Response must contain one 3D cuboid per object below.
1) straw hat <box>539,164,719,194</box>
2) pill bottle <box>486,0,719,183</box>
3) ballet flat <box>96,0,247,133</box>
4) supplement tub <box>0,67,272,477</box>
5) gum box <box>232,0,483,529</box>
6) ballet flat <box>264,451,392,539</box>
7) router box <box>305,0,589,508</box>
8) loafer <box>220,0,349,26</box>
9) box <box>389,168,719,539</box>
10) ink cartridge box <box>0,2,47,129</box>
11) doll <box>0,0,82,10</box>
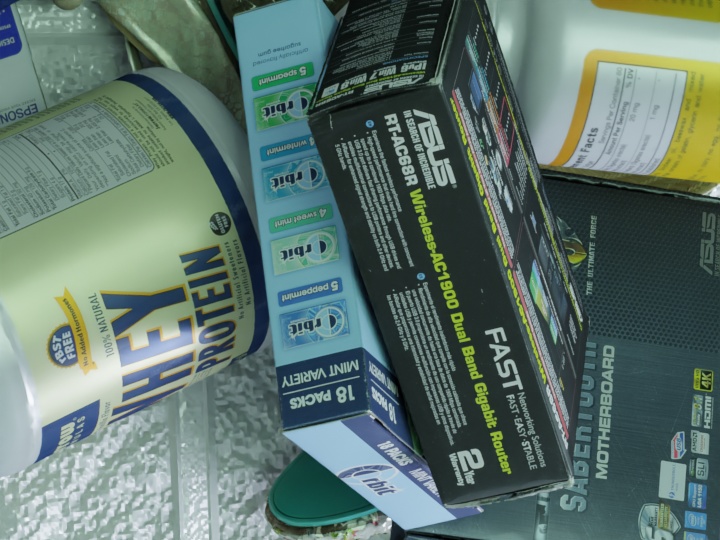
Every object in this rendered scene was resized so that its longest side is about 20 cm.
[{"bbox_3d":[0.118,-0.127,1.334,0.201,0.085,0.201,-3,115,-6],"label":"straw hat"},{"bbox_3d":[0.126,-0.103,1.237,0.200,0.111,0.111,6,88,-9],"label":"pill bottle"},{"bbox_3d":[-0.065,-0.067,1.269,0.062,0.067,0.200,-28,102,6],"label":"ballet flat"},{"bbox_3d":[-0.146,0.006,1.169,0.200,0.145,0.145,-27,103,-25],"label":"supplement tub"},{"bbox_3d":[0.000,0.000,1.172,0.170,0.045,0.200,46,32,-63],"label":"gum box"},{"bbox_3d":[0.040,0.090,1.318,0.200,0.076,0.064,-35,140,-18],"label":"ballet flat"},{"bbox_3d":[0.043,-0.018,1.137,0.062,0.150,0.200,-14,113,14],"label":"router box"},{"bbox_3d":[0.011,-0.186,1.245,0.200,0.067,0.076,-37,100,-2],"label":"loafer"},{"bbox_3d":[0.102,0.052,1.275,0.158,0.051,0.200,9,70,-6],"label":"box"},{"bbox_3d":[-0.218,-0.149,1.190,0.095,0.037,0.200,-21,98,-27],"label":"ink cartridge box"},{"bbox_3d":[-0.134,-0.170,1.172,0.048,0.136,0.200,33,44,14],"label":"doll"}]
